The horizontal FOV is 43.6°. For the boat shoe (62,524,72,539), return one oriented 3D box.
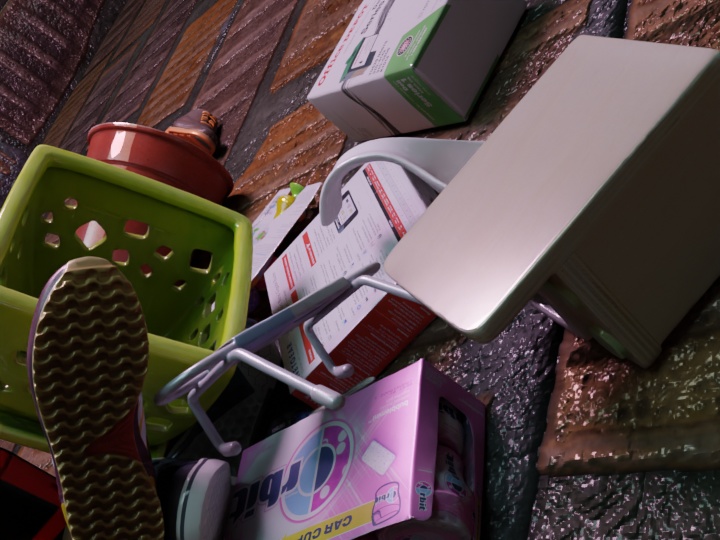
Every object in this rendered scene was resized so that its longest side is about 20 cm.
[{"bbox_3d":[-0.175,0.224,0.639,0.200,0.065,0.072,-179,102,-69],"label":"boat shoe"}]

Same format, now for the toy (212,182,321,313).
[{"bbox_3d":[-0.109,-0.004,0.964,0.200,0.047,0.115,-58,24,-15],"label":"toy"}]

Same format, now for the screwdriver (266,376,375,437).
[{"bbox_3d":[-0.032,0.110,0.684,0.029,0.028,0.200,-65,13,-25],"label":"screwdriver"}]

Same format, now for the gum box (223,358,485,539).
[{"bbox_3d":[-0.005,0.151,0.602,0.200,0.066,0.114,-32,33,35],"label":"gum box"}]

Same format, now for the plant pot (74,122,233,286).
[{"bbox_3d":[-0.288,-0.054,1.165,0.200,0.200,0.196,-11,58,52],"label":"plant pot"}]

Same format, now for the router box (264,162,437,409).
[{"bbox_3d":[0.000,0.000,0.786,0.180,0.049,0.200,-46,28,15],"label":"router box"}]

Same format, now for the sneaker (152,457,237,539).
[{"bbox_3d":[-0.133,0.176,0.661,0.200,0.079,0.079,98,180,-73],"label":"sneaker"}]

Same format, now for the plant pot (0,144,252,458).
[{"bbox_3d":[-0.215,0.046,0.747,0.182,0.198,0.200,-59,20,33],"label":"plant pot"}]

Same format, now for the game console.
[{"bbox_3d":[-0.290,0.235,0.802,0.200,0.177,0.031,-44,21,42],"label":"game console"}]

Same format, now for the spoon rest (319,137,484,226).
[{"bbox_3d":[0.062,-0.070,0.682,0.199,0.061,0.099,-3,33,18],"label":"spoon rest"}]

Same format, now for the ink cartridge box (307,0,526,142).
[{"bbox_3d":[0.051,-0.219,0.917,0.200,0.084,0.146,1,59,57],"label":"ink cartridge box"}]

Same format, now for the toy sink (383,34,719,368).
[{"bbox_3d":[0.134,-0.026,0.541,0.200,0.112,0.130,-49,27,-2],"label":"toy sink"}]

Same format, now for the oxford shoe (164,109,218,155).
[{"bbox_3d":[-0.259,-0.225,1.426,0.073,0.071,0.200,-52,27,-7],"label":"oxford shoe"}]

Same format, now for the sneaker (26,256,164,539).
[{"bbox_3d":[-0.173,0.088,0.579,0.090,0.075,0.201,-164,70,-65],"label":"sneaker"}]

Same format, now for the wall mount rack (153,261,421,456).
[{"bbox_3d":[-0.029,0.054,0.597,0.200,0.075,0.174,-31,-5,-37],"label":"wall mount rack"}]

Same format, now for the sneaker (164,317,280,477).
[{"bbox_3d":[-0.137,0.137,0.825,0.203,0.077,0.146,-64,18,1],"label":"sneaker"}]

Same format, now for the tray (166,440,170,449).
[{"bbox_3d":[-0.208,0.161,0.871,0.037,0.099,0.200,-20,42,31],"label":"tray"}]
